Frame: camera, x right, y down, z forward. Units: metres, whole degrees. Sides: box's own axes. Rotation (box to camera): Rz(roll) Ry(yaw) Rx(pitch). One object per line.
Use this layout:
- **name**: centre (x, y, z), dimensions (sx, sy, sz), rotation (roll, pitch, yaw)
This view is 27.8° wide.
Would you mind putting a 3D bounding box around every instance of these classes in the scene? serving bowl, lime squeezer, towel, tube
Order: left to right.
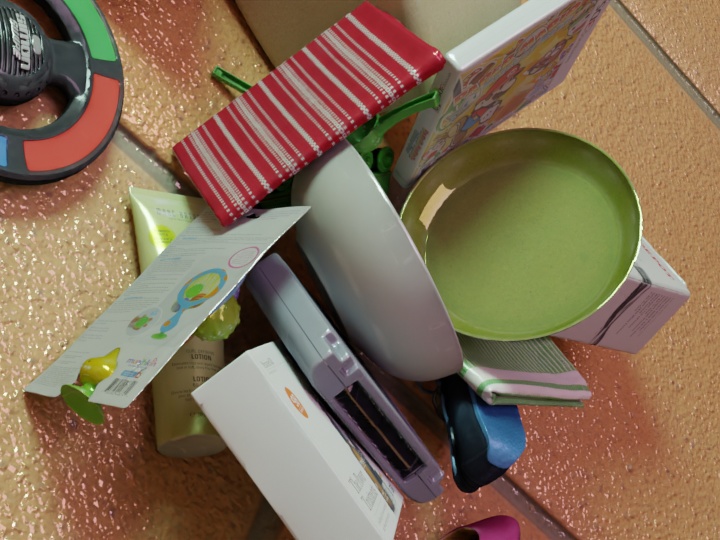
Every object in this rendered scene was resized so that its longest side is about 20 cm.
- **tube**: centre (-0.128, 0.033, 1.048), dimensions (0.058, 0.052, 0.201), rotation (51, 29, -61)
- **towel**: centre (-0.040, -0.119, 1.073), dimensions (0.023, 0.200, 0.145), rotation (54, -2, -32)
- **lime squeezer**: centre (-0.025, -0.124, 1.164), dimensions (0.071, 0.199, 0.038), rotation (48, 56, -61)
- **serving bowl**: centre (0.000, 0.000, 1.076), dimensions (0.066, 0.200, 0.201), rotation (-28, 91, -6)
- **towel**: centre (0.096, 0.035, 1.220), dimensions (0.152, 0.023, 0.200), rotation (6, 40, -47)

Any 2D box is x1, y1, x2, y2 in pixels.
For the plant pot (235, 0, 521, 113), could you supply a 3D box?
- **plant pot**: centre (0.026, -0.230, 1.235), dimensions (0.200, 0.199, 0.178), rotation (-28, 105, -48)

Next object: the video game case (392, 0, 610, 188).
- **video game case**: centre (0.123, -0.165, 1.193), dimensions (0.200, 0.182, 0.023), rotation (-35, 76, -25)

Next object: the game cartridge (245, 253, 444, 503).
- **game cartridge**: centre (-0.012, 0.078, 1.066), dimensions (0.200, 0.041, 0.133), rotation (54, 3, -45)

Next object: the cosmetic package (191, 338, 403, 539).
- **cosmetic package**: centre (-0.036, 0.122, 0.980), dimensions (0.151, 0.052, 0.200), rotation (52, 3, 2)

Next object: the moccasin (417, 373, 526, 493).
- **moccasin**: centre (0.084, 0.101, 1.204), dimensions (0.080, 0.068, 0.200), rotation (31, 27, -15)

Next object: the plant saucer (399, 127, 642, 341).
- **plant saucer**: centre (0.128, -0.025, 1.172), dimensions (0.031, 0.199, 0.201), rotation (64, 27, -56)

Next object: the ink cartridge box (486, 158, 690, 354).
- **ink cartridge box**: centre (0.181, -0.012, 1.294), dimensions (0.200, 0.084, 0.145), rotation (13, 32, -49)

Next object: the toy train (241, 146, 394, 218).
- **toy train**: centre (-0.042, -0.069, 1.177), dimensions (0.200, 0.042, 0.057), rotation (-15, 119, -50)

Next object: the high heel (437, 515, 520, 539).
- **high heel**: centre (0.049, 0.210, 1.118), dimensions (0.200, 0.067, 0.097), rotation (-28, 102, -45)

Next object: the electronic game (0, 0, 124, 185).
- **electronic game**: centre (-0.252, -0.154, 1.018), dimensions (0.199, 0.042, 0.201), rotation (22, 56, -37)

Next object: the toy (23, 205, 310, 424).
- **toy**: centre (-0.122, 0.032, 0.984), dimensions (0.200, 0.115, 0.047), rotation (-46, 122, -34)
